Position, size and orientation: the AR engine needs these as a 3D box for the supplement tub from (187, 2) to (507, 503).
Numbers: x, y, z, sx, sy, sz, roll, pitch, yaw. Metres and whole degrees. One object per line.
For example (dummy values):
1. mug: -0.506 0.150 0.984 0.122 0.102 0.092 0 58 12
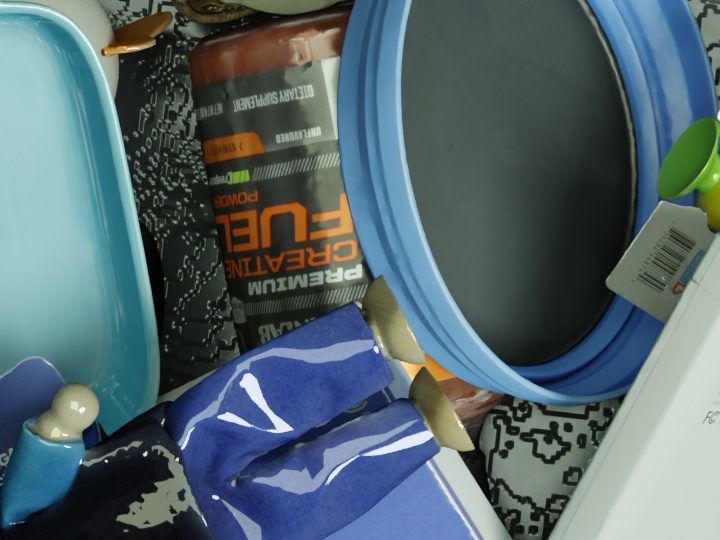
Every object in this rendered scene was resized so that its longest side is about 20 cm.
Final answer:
1. supplement tub: 0.000 0.000 1.012 0.106 0.107 0.201 -11 92 3

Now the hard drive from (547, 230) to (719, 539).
1. hard drive: 0.127 0.080 0.961 0.027 0.131 0.201 40 112 36

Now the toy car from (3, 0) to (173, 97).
1. toy car: -0.173 -0.077 1.032 0.199 0.177 0.186 -12 100 -25

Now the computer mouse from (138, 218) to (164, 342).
1. computer mouse: -0.098 0.075 1.049 0.139 0.046 0.201 12 88 6

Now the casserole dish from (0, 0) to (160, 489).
1. casserole dish: -0.140 -0.010 0.932 0.120 0.039 0.201 -12 112 -9

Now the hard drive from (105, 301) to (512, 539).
1. hard drive: -0.051 0.108 0.987 0.199 0.025 0.132 -26 106 24

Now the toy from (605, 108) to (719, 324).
1. toy: 0.197 0.000 1.017 0.199 0.047 0.116 30 98 -24

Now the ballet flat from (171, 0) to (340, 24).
1. ballet flat: 0.013 -0.136 1.039 0.199 0.068 0.067 -14 42 10

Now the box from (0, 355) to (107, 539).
1. box: -0.107 0.142 0.953 0.121 0.032 0.200 -35 109 2

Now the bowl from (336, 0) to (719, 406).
1. bowl: 0.066 -0.049 0.985 0.039 0.200 0.202 -7 85 42

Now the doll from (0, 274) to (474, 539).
1. doll: -0.060 0.086 0.900 0.199 0.049 0.137 -28 115 -1
